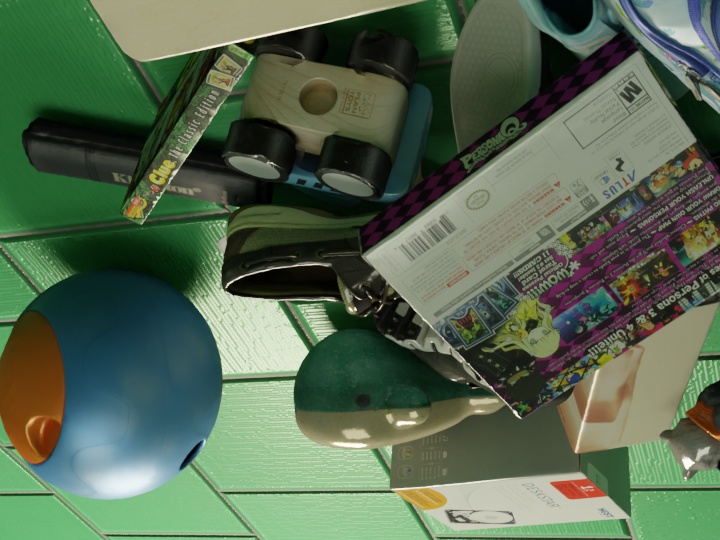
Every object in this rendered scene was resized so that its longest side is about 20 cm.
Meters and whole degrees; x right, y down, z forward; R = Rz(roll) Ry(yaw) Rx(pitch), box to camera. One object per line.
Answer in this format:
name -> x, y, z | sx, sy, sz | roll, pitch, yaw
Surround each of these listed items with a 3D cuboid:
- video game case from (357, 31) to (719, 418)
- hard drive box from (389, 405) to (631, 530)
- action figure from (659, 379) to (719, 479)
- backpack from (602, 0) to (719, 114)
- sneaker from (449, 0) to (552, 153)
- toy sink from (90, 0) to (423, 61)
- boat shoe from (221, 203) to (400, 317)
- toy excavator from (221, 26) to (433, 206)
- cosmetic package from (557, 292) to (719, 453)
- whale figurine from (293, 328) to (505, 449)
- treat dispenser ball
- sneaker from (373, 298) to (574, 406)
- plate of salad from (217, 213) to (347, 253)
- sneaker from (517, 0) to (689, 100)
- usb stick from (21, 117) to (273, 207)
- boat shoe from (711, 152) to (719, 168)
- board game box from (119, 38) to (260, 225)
video game case -> 0.128, -0.017, 0.683 | 0.199, 0.036, 0.181 | -36, 121, 17
hard drive box -> 0.150, 0.195, 1.101 | 0.197, 0.078, 0.156 | -12, 148, 28
action figure -> 0.315, 0.089, 0.870 | 0.105, 0.192, 0.200 | 54, 175, -10
backpack -> 0.219, -0.162, 0.540 | 0.198, 0.147, 0.184 | 32, 111, -12
sneaker -> 0.119, -0.101, 0.749 | 0.070, 0.098, 0.203 | 26, 129, 45
toy sink -> -0.056, -0.214, 0.599 | 0.197, 0.113, 0.131 | -9, 140, 18
boat shoe -> 0.000, 0.000, 0.748 | 0.197, 0.066, 0.073 | 3, 152, 17
toy excavator -> 0.016, -0.079, 0.785 | 0.191, 0.101, 0.200 | 13, 167, 10
cosmetic package -> 0.206, 0.049, 0.872 | 0.086, 0.104, 0.201 | -8, 142, -5
whale figurine -> 0.035, 0.102, 1.020 | 0.196, 0.106, 0.159 | -6, 180, -9
treat dispenser ball -> -0.221, 0.100, 0.987 | 0.197, 0.203, 0.202 | 7, 144, 5
sneaker -> 0.106, 0.068, 0.935 | 0.198, 0.067, 0.090 | 22, 168, 40
plate of salad -> -0.014, -0.020, 0.876 | 0.196, 0.049, 0.200 | 4, 168, 1
sneaker -> 0.135, -0.150, 0.656 | 0.073, 0.083, 0.199 | -23, 132, 39
usb stick -> -0.166, -0.083, 0.870 | 0.197, 0.033, 0.056 | 10, 148, 1
boat shoe -> 0.201, -0.034, 0.747 | 0.198, 0.073, 0.072 | -28, 138, 3
board game box -> -0.107, -0.123, 0.741 | 0.023, 0.106, 0.200 | 27, 141, -16
